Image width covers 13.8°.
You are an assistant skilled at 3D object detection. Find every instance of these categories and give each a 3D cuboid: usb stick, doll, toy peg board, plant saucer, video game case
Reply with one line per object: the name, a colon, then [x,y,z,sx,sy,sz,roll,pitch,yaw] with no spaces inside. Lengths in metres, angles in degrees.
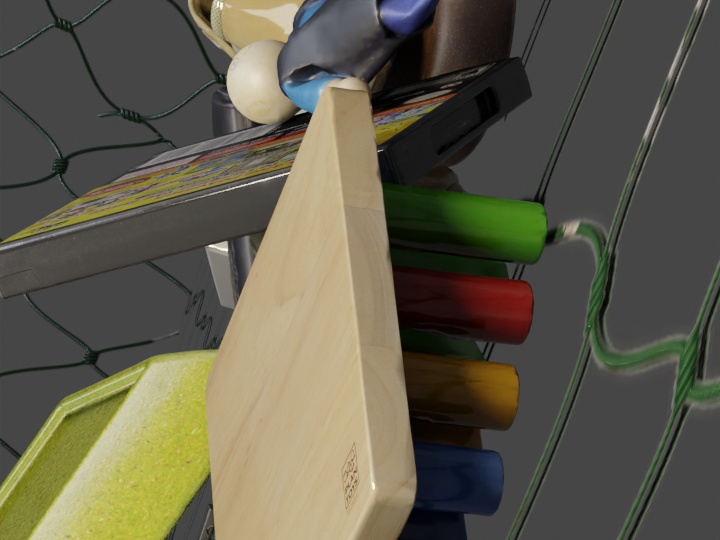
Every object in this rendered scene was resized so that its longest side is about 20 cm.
usb stick: [-0.053,-0.001,1.579,0.055,0.033,0.200,-148,51,-74]
doll: [0.011,-0.127,1.347,0.200,0.048,0.137,-38,25,37]
toy peg board: [0.013,0.069,1.190,0.200,0.098,0.199,113,157,-46]
plant saucer: [-0.139,0.118,1.404,0.200,0.048,0.200,-56,13,-23]
video game case: [-0.042,-0.043,1.334,0.181,0.200,0.026,-37,-69,-64]
plant saucer: [0.027,-0.153,1.541,0.200,0.034,0.201,179,90,-69]

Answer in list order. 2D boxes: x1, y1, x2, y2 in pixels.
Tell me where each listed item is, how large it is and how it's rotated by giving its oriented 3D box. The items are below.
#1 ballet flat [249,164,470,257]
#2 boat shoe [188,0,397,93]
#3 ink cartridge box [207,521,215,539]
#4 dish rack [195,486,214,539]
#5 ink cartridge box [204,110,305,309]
ballet flat: [-0.009,-0.017,1.397,0.068,0.072,0.200,-64,-9,26]
boat shoe: [-0.043,-0.125,1.555,0.200,0.076,0.072,13,83,68]
ink cartridge box: [-0.032,0.105,1.484,0.200,0.050,0.161,-65,-5,25]
dish rack: [-0.065,0.155,1.767,0.200,0.054,0.154,-147,74,-82]
ink cartridge box: [-0.026,-0.076,1.850,0.145,0.084,0.200,84,-158,-75]
